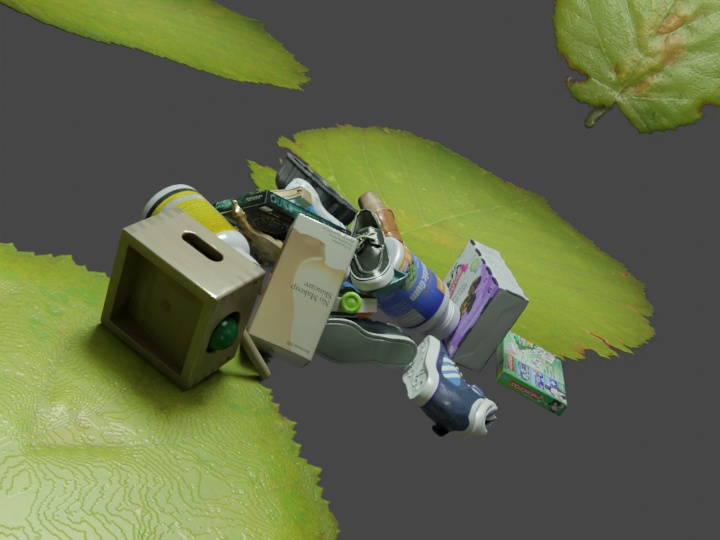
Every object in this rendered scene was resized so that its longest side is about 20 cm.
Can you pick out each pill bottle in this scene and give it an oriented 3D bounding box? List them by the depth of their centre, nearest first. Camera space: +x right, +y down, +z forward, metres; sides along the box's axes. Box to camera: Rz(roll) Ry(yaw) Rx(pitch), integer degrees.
[{"bbox_3d":[-0.245,-0.037,1.300,0.200,0.113,0.112,42,25,30],"label":"pill bottle"},{"bbox_3d":[0.087,0.040,1.488,0.200,0.112,0.112,40,13,-32],"label":"pill bottle"}]

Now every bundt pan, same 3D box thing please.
[{"bbox_3d":[-0.096,-0.150,1.735,0.202,0.076,0.202,39,5,-4],"label":"bundt pan"}]

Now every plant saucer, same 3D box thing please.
[{"bbox_3d":[0.000,0.000,1.404,0.070,0.019,0.200,-26,27,-21],"label":"plant saucer"}]

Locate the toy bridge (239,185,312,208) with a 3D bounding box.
[{"bbox_3d":[-0.183,-0.103,1.433,0.067,0.199,0.027,37,41,-53],"label":"toy bridge"}]

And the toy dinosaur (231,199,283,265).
[{"bbox_3d":[-0.138,-0.032,1.332,0.200,0.058,0.101,35,-14,-17],"label":"toy dinosaur"}]

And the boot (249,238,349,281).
[{"bbox_3d":[-0.087,-0.011,1.417,0.200,0.074,0.096,16,-4,31],"label":"boot"}]

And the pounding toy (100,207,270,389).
[{"bbox_3d":[-0.208,0.050,1.095,0.200,0.184,0.142,35,34,15],"label":"pounding toy"}]

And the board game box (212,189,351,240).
[{"bbox_3d":[-0.130,-0.076,1.399,0.135,0.028,0.200,-8,-23,40],"label":"board game box"}]

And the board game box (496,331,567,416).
[{"bbox_3d":[0.325,0.189,1.608,0.134,0.029,0.200,28,22,0],"label":"board game box"}]

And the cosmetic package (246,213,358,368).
[{"bbox_3d":[-0.088,0.030,1.234,0.105,0.201,0.071,23,-21,-9],"label":"cosmetic package"}]

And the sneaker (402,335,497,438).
[{"bbox_3d":[0.147,0.194,1.332,0.146,0.081,0.200,36,16,-8],"label":"sneaker"}]

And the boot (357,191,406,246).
[{"bbox_3d":[0.062,-0.068,1.789,0.156,0.077,0.200,63,-3,22],"label":"boot"}]

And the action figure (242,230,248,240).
[{"bbox_3d":[-0.144,-0.072,1.565,0.099,0.065,0.200,29,20,18],"label":"action figure"}]

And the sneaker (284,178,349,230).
[{"bbox_3d":[-0.078,-0.081,1.520,0.072,0.073,0.200,17,-24,48],"label":"sneaker"}]

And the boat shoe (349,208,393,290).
[{"bbox_3d":[0.009,-0.037,1.374,0.070,0.064,0.200,-14,29,4],"label":"boat shoe"}]

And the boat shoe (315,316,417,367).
[{"bbox_3d":[-0.006,0.109,1.332,0.200,0.076,0.060,19,15,-29],"label":"boat shoe"}]

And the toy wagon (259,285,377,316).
[{"bbox_3d":[-0.074,0.047,1.359,0.199,0.040,0.155,3,2,-2],"label":"toy wagon"}]

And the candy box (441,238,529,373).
[{"bbox_3d":[0.213,0.062,1.563,0.071,0.168,0.200,23,21,-19],"label":"candy box"}]

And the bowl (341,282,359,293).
[{"bbox_3d":[-0.014,-0.008,1.618,0.200,0.039,0.201,25,22,-11],"label":"bowl"}]
